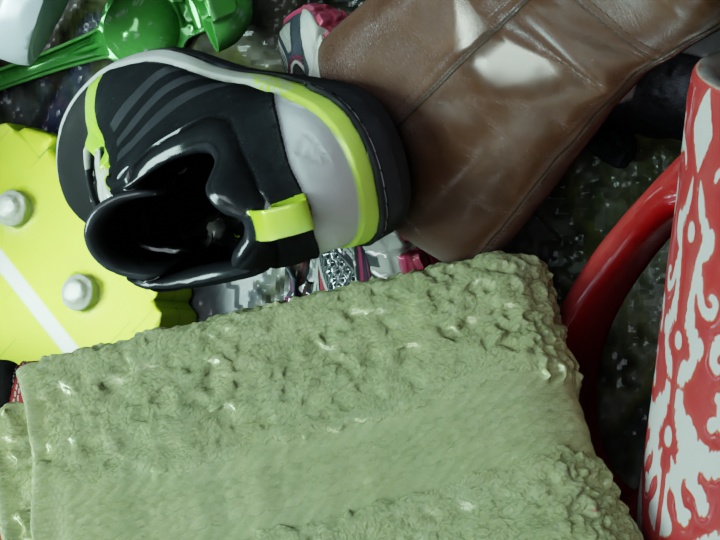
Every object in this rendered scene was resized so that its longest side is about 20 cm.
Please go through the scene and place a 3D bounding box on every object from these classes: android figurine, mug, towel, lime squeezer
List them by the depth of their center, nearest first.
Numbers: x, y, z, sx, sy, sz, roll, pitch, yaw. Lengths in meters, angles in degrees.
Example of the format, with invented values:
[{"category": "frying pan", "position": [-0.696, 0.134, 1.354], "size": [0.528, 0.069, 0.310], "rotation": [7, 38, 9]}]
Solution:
[{"category": "mug", "position": [0.128, 0.035, 0.692], "size": [0.177, 0.133, 0.200], "rotation": [8, 110, 19]}, {"category": "towel", "position": [-0.020, 0.072, 0.712], "size": [0.200, 0.037, 0.149], "rotation": [-16, 52, 1]}, {"category": "lime squeezer", "position": [-0.084, -0.089, 0.867], "size": [0.200, 0.071, 0.038], "rotation": [-8, 121, 52]}, {"category": "android figurine", "position": [-0.147, 0.024, 0.898], "size": [0.200, 0.041, 0.182], "rotation": [-44, 72, 17]}]

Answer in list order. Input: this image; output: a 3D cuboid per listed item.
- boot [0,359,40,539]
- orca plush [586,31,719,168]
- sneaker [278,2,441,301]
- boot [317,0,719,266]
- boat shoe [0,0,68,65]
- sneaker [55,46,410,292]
[{"category": "boot", "position": [-0.091, 0.125, 0.786], "size": [0.144, 0.072, 0.201], "rotation": [-7, 84, 2]}, {"category": "orca plush", "position": [0.101, -0.072, 0.797], "size": [0.200, 0.071, 0.105], "rotation": [8, 45, 18]}, {"category": "sneaker", "position": [0.000, 0.000, 0.813], "size": [0.075, 0.081, 0.200], "rotation": [-17, 81, 27]}, {"category": "boot", "position": [0.028, -0.114, 0.708], "size": [0.187, 0.064, 0.200], "rotation": [59, 143, 11]}, {"category": "boat shoe", "position": [-0.139, -0.181, 0.851], "size": [0.091, 0.071, 0.201], "rotation": [13, 80, -3]}, {"category": "sneaker", "position": [-0.068, -0.033, 0.764], "size": [0.200, 0.083, 0.072], "rotation": [1, 113, 55]}]
